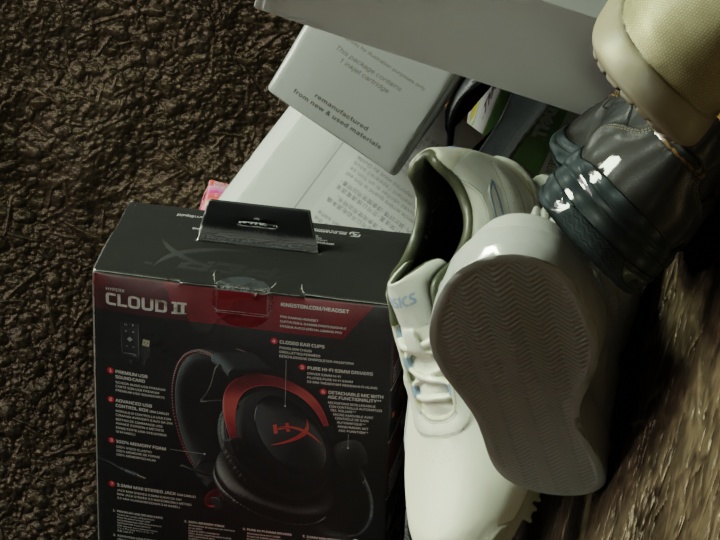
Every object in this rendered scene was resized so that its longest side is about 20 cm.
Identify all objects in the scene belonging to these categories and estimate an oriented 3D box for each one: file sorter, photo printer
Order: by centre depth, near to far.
[{"bbox_3d":[0.072,-0.156,1.187,0.139,0.199,0.125,125,163,-79],"label":"file sorter"},{"bbox_3d":[0.000,0.000,1.452,0.200,0.166,0.069,-55,3,-31],"label":"photo printer"}]

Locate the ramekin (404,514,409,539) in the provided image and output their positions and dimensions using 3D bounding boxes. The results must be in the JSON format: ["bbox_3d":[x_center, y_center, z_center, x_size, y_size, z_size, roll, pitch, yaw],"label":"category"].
[{"bbox_3d":[-0.029,0.157,1.561,0.200,0.200,0.105,-84,18,-62],"label":"ramekin"}]

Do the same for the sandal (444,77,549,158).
[{"bbox_3d":[0.086,-0.107,1.359,0.200,0.043,0.076,-54,-1,26],"label":"sandal"}]

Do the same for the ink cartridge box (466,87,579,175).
[{"bbox_3d":[0.100,-0.105,1.569,0.104,0.059,0.201,112,170,-57],"label":"ink cartridge box"}]

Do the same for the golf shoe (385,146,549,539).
[{"bbox_3d":[0.037,0.039,1.256,0.078,0.097,0.201,-10,66,40],"label":"golf shoe"}]

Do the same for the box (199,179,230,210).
[{"bbox_3d":[-0.006,0.030,1.569,0.095,0.199,0.103,-87,11,-68],"label":"box"}]

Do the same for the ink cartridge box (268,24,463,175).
[{"bbox_3d":[0.050,-0.169,1.392,0.200,0.085,0.148,-58,-2,32],"label":"ink cartridge box"}]

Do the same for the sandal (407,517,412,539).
[{"bbox_3d":[0.057,0.087,1.333,0.200,0.045,0.075,136,140,-62],"label":"sandal"}]

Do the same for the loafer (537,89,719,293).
[{"bbox_3d":[0.122,-0.044,1.113,0.072,0.073,0.200,-44,6,12],"label":"loafer"}]

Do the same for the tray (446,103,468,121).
[{"bbox_3d":[0.067,-0.070,1.679,0.037,0.099,0.201,0,72,40],"label":"tray"}]

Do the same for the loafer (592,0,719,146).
[{"bbox_3d":[0.139,-0.114,1.024,0.068,0.076,0.200,-35,18,28],"label":"loafer"}]

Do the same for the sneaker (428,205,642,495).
[{"bbox_3d":[0.079,0.002,1.168,0.200,0.073,0.116,75,-155,-60],"label":"sneaker"}]

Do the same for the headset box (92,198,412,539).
[{"bbox_3d":[-0.051,0.058,1.343,0.075,0.148,0.201,-70,-16,-59],"label":"headset box"}]
